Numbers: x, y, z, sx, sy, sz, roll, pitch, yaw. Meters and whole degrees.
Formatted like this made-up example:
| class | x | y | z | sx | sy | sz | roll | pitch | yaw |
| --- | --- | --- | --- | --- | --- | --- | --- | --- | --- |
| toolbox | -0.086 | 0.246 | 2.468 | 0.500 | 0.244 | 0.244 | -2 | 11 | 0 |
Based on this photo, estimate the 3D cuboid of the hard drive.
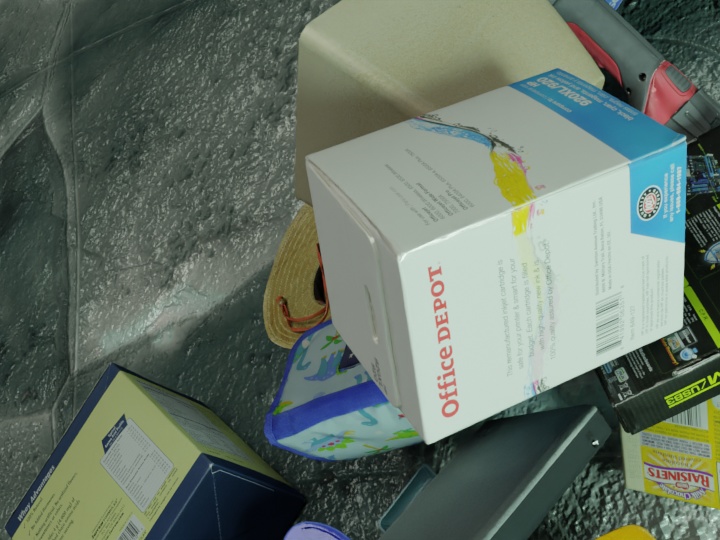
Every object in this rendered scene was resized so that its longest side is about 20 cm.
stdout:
| class | x | y | z | sx | sy | sz | roll | pitch | yaw |
| --- | --- | --- | --- | --- | --- | --- | --- | --- | --- |
| hard drive | 0.082 | 0.180 | 0.797 | 0.200 | 0.033 | 0.139 | -42 | 10 | -32 |

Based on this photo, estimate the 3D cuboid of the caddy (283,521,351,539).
| class | x | y | z | sx | sy | sz | roll | pitch | yaw |
| --- | --- | --- | --- | --- | --- | --- | --- | --- | --- |
| caddy | -0.022 | 0.302 | 0.868 | 0.141 | 0.105 | 0.200 | -37 | 53 | -9 |

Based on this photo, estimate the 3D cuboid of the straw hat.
| class | x | y | z | sx | sy | sz | roll | pitch | yaw |
| --- | --- | --- | --- | --- | --- | --- | --- | --- | --- |
| straw hat | 0.000 | 0.000 | 1.023 | 0.201 | 0.085 | 0.202 | -34 | 38 | 32 |

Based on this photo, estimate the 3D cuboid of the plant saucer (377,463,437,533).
| class | x | y | z | sx | sy | sz | roll | pitch | yaw |
| --- | --- | --- | --- | --- | --- | --- | --- | --- | --- |
| plant saucer | 0.092 | 0.241 | 0.866 | 0.070 | 0.019 | 0.200 | -53 | 44 | 4 |

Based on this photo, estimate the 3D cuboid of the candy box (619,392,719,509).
| class | x | y | z | sx | sy | sz | roll | pitch | yaw |
| --- | --- | --- | --- | --- | --- | --- | --- | --- | --- |
| candy box | 0.272 | 0.121 | 0.739 | 0.199 | 0.026 | 0.103 | 6 | 114 | 41 |

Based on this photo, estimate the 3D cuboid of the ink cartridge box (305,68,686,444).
| class | x | y | z | sx | sy | sz | roll | pitch | yaw |
| --- | --- | --- | --- | --- | --- | --- | --- | --- | --- |
| ink cartridge box | 0.087 | -0.017 | 0.703 | 0.199 | 0.148 | 0.145 | -21 | 36 | -17 |

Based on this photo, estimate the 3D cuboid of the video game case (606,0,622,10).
| class | x | y | z | sx | sy | sz | roll | pitch | yaw |
| --- | --- | --- | --- | --- | --- | --- | --- | --- | --- |
| video game case | 0.172 | -0.272 | 1.000 | 0.200 | 0.045 | 0.182 | 121 | 145 | -44 |

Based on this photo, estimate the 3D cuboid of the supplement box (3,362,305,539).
| class | x | y | z | sx | sy | sz | roll | pitch | yaw |
| --- | --- | --- | --- | --- | --- | --- | --- | --- | --- |
| supplement box | -0.200 | 0.233 | 1.029 | 0.200 | 0.134 | 0.201 | 33 | 89 | 45 |

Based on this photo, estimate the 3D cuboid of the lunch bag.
| class | x | y | z | sx | sy | sz | roll | pitch | yaw |
| --- | --- | --- | --- | --- | --- | --- | --- | --- | --- |
| lunch bag | 0.037 | 0.081 | 0.860 | 0.170 | 0.200 | 0.128 | -25 | 88 | 29 |

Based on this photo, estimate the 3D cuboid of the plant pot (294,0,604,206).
| class | x | y | z | sx | sy | sz | roll | pitch | yaw |
| --- | --- | --- | --- | --- | --- | --- | --- | --- | --- |
| plant pot | 0.078 | -0.124 | 0.880 | 0.177 | 0.200 | 0.200 | 39 | 60 | 21 |

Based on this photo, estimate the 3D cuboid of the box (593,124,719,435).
| class | x | y | z | sx | sy | sz | roll | pitch | yaw |
| --- | --- | --- | --- | --- | --- | --- | --- | --- | --- |
| box | 0.239 | -0.004 | 0.777 | 0.192 | 0.048 | 0.200 | -27 | 41 | 9 |

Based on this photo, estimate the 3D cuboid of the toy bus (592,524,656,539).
| class | x | y | z | sx | sy | sz | roll | pitch | yaw |
| --- | --- | --- | --- | --- | --- | --- | --- | --- | --- |
| toy bus | 0.125 | 0.249 | 0.719 | 0.199 | 0.065 | 0.078 | -27 | 60 | -27 |

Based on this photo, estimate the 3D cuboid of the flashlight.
| class | x | y | z | sx | sy | sz | roll | pitch | yaw |
| --- | --- | --- | --- | --- | --- | --- | --- | --- | --- |
| flashlight | 0.206 | -0.176 | 0.892 | 0.200 | 0.068 | 0.068 | 44 | 93 | 5 |
